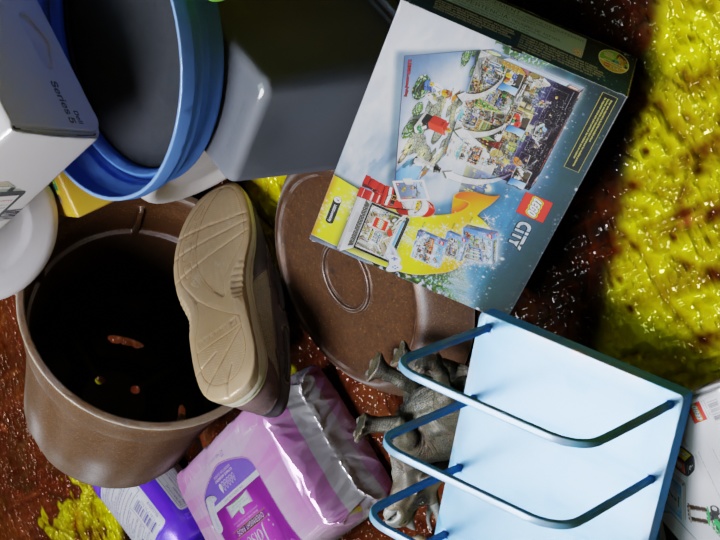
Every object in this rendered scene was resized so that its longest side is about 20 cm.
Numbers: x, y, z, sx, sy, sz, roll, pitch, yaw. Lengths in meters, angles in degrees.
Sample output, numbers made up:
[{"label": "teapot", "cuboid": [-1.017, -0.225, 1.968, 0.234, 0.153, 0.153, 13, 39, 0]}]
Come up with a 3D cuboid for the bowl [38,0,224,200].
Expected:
[{"label": "bowl", "cuboid": [-0.152, -0.145, 1.052, 0.200, 0.039, 0.203, 20, 117, 47]}]

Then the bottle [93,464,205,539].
[{"label": "bottle", "cuboid": [-0.204, 0.184, 1.528, 0.200, 0.065, 0.084, 47, 140, 27]}]

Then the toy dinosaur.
[{"label": "toy dinosaur", "cuboid": [0.061, 0.091, 1.125, 0.200, 0.102, 0.077, -48, 25, 40]}]

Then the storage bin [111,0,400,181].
[{"label": "storage bin", "cuboid": [-0.065, -0.140, 1.085, 0.200, 0.134, 0.146, 51, 136, 28]}]

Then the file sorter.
[{"label": "file sorter", "cuboid": [0.081, 0.148, 0.967, 0.138, 0.122, 0.202, 22, 112, 32]}]

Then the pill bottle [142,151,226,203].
[{"label": "pill bottle", "cuboid": [-0.155, -0.160, 1.229, 0.201, 0.114, 0.114, 60, 144, 11]}]

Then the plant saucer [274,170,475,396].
[{"label": "plant saucer", "cuboid": [0.000, 0.000, 1.184, 0.200, 0.034, 0.202, 31, 132, 40]}]

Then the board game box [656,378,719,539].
[{"label": "board game box", "cuboid": [0.221, 0.166, 0.981, 0.126, 0.034, 0.201, -31, 83, 55]}]

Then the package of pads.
[{"label": "package of pads", "cuboid": [-0.062, 0.168, 1.322, 0.121, 0.075, 0.200, 60, 145, 12]}]

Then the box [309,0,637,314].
[{"label": "box", "cuboid": [0.061, -0.069, 0.999, 0.136, 0.038, 0.201, 23, 136, -1]}]

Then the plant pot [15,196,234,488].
[{"label": "plant pot", "cuboid": [-0.181, 0.069, 1.342, 0.201, 0.199, 0.199, 56, 152, 15]}]

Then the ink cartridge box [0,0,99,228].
[{"label": "ink cartridge box", "cuboid": [-0.280, -0.089, 1.077, 0.200, 0.084, 0.146, -38, 71, 27]}]

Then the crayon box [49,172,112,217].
[{"label": "crayon box", "cuboid": [-0.225, -0.107, 1.226, 0.200, 0.051, 0.127, 7, 122, 66]}]

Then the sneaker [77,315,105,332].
[{"label": "sneaker", "cuboid": [-0.239, -0.029, 1.420, 0.201, 0.087, 0.076, 81, 169, -48]}]

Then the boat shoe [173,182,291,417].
[{"label": "boat shoe", "cuboid": [-0.089, 0.024, 1.243, 0.072, 0.065, 0.201, -30, 46, 18]}]

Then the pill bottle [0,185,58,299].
[{"label": "pill bottle", "cuboid": [-0.301, -0.047, 1.252, 0.200, 0.111, 0.113, 21, 126, 62]}]

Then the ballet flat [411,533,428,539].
[{"label": "ballet flat", "cuboid": [0.048, 0.286, 1.258, 0.066, 0.057, 0.202, 24, 127, 43]}]
